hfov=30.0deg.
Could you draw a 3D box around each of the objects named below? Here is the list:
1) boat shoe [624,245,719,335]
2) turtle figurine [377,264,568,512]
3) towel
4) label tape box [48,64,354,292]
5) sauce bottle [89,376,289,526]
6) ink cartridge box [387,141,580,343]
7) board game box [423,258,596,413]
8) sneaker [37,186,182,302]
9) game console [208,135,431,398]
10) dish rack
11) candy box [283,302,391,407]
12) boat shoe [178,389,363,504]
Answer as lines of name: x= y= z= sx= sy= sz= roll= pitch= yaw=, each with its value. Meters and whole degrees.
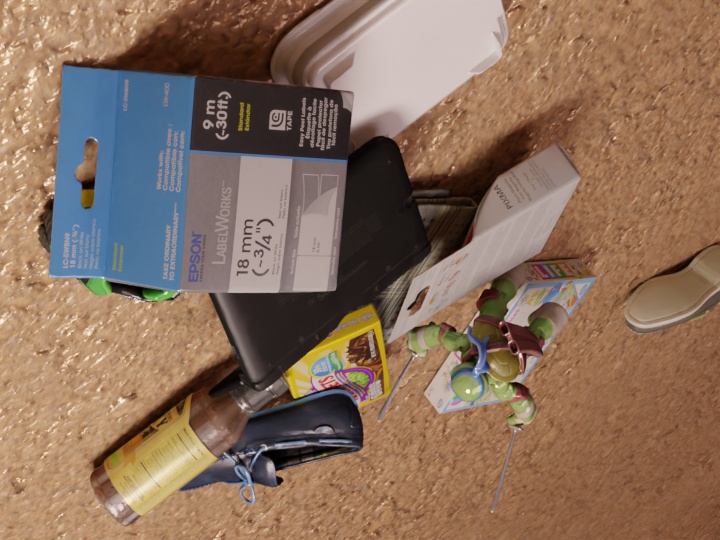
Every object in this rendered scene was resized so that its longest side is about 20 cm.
boat shoe: x=0.414 y=0.037 z=1.732 sx=0.200 sy=0.072 sz=0.061 roll=-28 pitch=144 yaw=-28
turtle figurine: x=0.120 y=0.095 z=1.379 sx=0.194 sy=0.142 sz=0.202 roll=-46 pitch=147 yaw=-44
towel: x=0.000 y=0.000 z=1.258 sx=0.191 sy=0.035 sz=0.201 roll=-1 pitch=134 yaw=-44
label tape box: x=-0.105 y=-0.059 z=0.922 sx=0.198 sy=0.063 sz=0.146 roll=0 pitch=99 yaw=-37
sauce bottle: x=-0.154 y=0.152 z=1.235 sx=0.199 sy=0.065 sz=0.065 roll=-37 pitch=150 yaw=-2
ink cartridge box: x=0.107 y=-0.025 z=1.289 sx=0.198 sy=0.057 sz=0.163 roll=-26 pitch=161 yaw=-18
board game box: x=0.171 y=0.075 z=1.541 sx=0.133 sy=0.034 sz=0.201 roll=-4 pitch=135 yaw=-46
sneaker: x=-0.145 y=-0.007 z=1.018 sx=0.199 sy=0.085 sz=0.078 roll=-3 pitch=135 yaw=-48
game console: x=-0.051 y=0.000 z=1.100 sx=0.199 sy=0.116 sz=0.177 roll=-39 pitch=128 yaw=-25
dish rack: x=0.035 y=-0.169 z=1.052 sx=0.199 sy=0.044 sz=0.172 roll=-38 pitch=150 yaw=-5
candy box: x=-0.023 y=0.098 z=1.317 sx=0.101 sy=0.027 sz=0.201 roll=-21 pitch=156 yaw=-5
boat shoe: x=-0.092 y=0.177 z=1.304 sx=0.198 sy=0.069 sz=0.084 roll=-23 pitch=155 yaw=4
